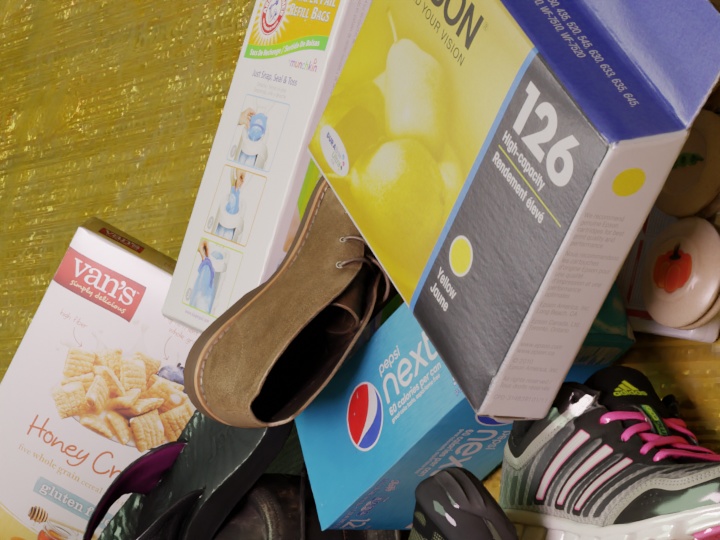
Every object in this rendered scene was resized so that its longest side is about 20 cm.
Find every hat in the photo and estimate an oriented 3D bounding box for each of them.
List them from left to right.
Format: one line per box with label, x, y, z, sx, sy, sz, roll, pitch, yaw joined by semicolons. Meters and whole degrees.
hat;-0.058;0.158;1.312;0.201;0.081;0.201;-31;53;51

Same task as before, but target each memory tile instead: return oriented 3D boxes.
memory tile;0.193;-0.056;1.031;0.200;0.017;0.154;-11;68;50

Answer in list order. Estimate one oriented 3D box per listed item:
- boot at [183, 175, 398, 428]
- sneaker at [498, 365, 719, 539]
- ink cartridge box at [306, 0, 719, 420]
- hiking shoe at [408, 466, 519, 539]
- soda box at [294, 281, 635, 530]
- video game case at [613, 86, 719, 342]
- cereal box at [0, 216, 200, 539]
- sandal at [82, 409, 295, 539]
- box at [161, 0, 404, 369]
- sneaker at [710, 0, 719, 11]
boot;0.000;0.000;1.208;0.200;0.074;0.075;-52;23;-13
sneaker;0.118;0.083;1.058;0.200;0.074;0.088;-15;71;62
ink cartridge box;0.062;-0.073;1.066;0.198;0.047;0.200;59;136;44
hiking shoe;0.024;0.178;1.088;0.076;0.101;0.200;46;145;45
soda box;0.046;0.053;1.180;0.200;0.064;0.068;-47;49;45
video game case;0.118;-0.045;1.172;0.200;0.017;0.143;8;85;59
cereal box;-0.138;0.089;1.409;0.200;0.144;0.040;-63;-1;14
sandal;-0.108;0.124;1.287;0.201;0.048;0.075;-57;39;15
box;-0.011;-0.051;1.293;0.101;0.112;0.200;20;94;60
sneaker;0.179;-0.175;1.074;0.200;0.071;0.113;-28;25;26
